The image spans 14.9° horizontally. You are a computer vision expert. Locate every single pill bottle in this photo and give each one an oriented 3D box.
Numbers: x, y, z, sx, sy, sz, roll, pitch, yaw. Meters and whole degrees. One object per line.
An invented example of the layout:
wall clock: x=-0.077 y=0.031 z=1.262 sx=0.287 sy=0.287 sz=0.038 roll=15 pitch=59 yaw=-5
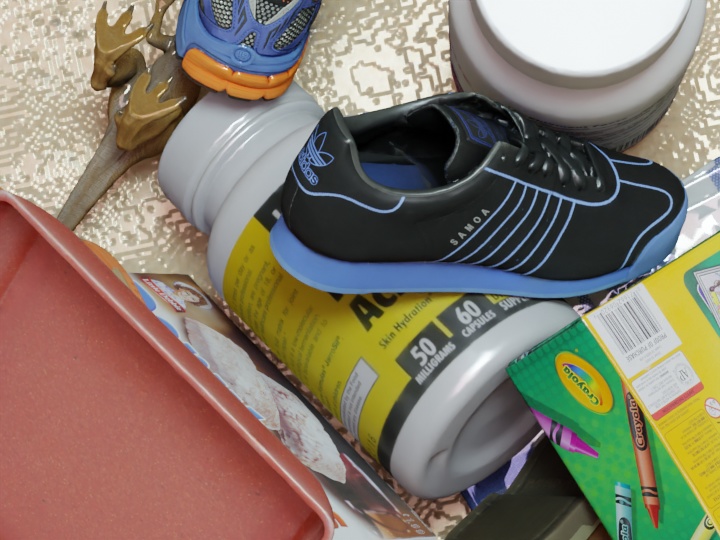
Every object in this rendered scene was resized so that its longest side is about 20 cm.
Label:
pill bottle: x=0.000 y=0.000 z=1.251 sx=0.111 sy=0.111 sz=0.200 roll=-44 pitch=66 yaw=-3
pill bottle: x=0.095 y=-0.115 z=1.228 sx=0.113 sy=0.200 sz=0.113 roll=0 pitch=83 yaw=2

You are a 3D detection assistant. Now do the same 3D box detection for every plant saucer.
plant saucer: x=-0.113 y=0.089 z=1.167 sx=0.200 sy=0.037 sz=0.200 roll=45 pitch=129 yaw=11

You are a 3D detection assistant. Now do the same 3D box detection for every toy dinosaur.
toy dinosaur: x=-0.105 y=-0.068 z=1.286 sx=0.060 sy=0.106 sz=0.200 roll=34 pitch=78 yaw=14

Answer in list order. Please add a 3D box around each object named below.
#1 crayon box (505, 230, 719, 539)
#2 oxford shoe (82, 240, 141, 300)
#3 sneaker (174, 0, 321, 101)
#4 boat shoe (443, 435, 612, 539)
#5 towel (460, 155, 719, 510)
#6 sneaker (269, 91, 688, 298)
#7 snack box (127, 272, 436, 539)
crayon box: x=0.169 y=0.044 z=1.198 sx=0.200 sy=0.058 sz=0.119 roll=-29 pitch=85 yaw=-43
oxford shoe: x=-0.169 y=0.008 z=1.237 sx=0.200 sy=0.073 sz=0.071 roll=31 pitch=106 yaw=40
sneaker: x=-0.032 y=-0.169 z=1.269 sx=0.075 sy=0.078 sz=0.200 roll=17 pitch=49 yaw=-15
boat shoe: x=0.106 y=0.113 z=1.217 sx=0.200 sy=0.072 sz=0.068 roll=-30 pitch=114 yaw=-41
towel: x=0.130 y=0.050 z=1.298 sx=0.200 sy=0.024 sz=0.147 roll=-29 pitch=86 yaw=1
sneaker: x=0.061 y=-0.036 z=1.172 sx=0.200 sy=0.078 sz=0.070 roll=-6 pitch=49 yaw=-27
snack box: x=-0.053 y=0.067 z=1.235 sx=0.200 sy=0.072 sz=0.024 roll=45 pitch=118 yaw=35
